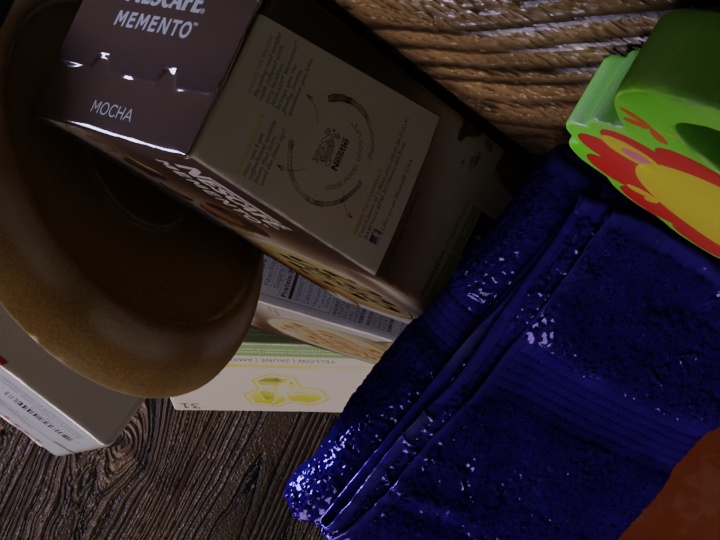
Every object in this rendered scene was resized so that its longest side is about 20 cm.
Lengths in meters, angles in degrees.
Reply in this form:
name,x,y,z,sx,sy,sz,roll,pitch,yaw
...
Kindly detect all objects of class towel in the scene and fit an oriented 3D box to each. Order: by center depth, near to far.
name,x,y,z,sx,sy,sz,roll,pitch,yaw
towel,0.079,0.059,0.767,0.148,0.200,0.050,29,-158,-25

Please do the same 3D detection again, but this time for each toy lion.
name,x,y,z,sx,sy,sz,roll,pitch,yaw
toy lion,0.137,-0.022,0.558,0.192,0.069,0.200,29,176,38

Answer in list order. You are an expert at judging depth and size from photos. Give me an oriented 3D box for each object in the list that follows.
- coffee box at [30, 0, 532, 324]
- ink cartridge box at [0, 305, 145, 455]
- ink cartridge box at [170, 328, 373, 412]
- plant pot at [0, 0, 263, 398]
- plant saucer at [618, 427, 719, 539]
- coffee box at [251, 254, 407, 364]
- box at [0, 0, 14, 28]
name,x,y,z,sx,sy,sz,roll,pitch,yaw
coffee box,-0.021,-0.048,0.771,0.113,0.080,0.200,19,170,46
ink cartridge box,-0.185,0.026,1.010,0.144,0.084,0.200,39,164,-9
ink cartridge box,-0.046,0.069,1.168,0.145,0.048,0.200,1,152,5
plant pot,-0.104,-0.043,0.797,0.027,0.200,0.200,-25,142,29
plant saucer,0.163,0.108,0.871,0.200,0.200,0.032,30,-160,-29
coffee box,0.000,0.000,0.946,0.200,0.080,0.114,16,170,10
box,-0.176,-0.085,0.570,0.049,0.200,0.160,21,172,19
